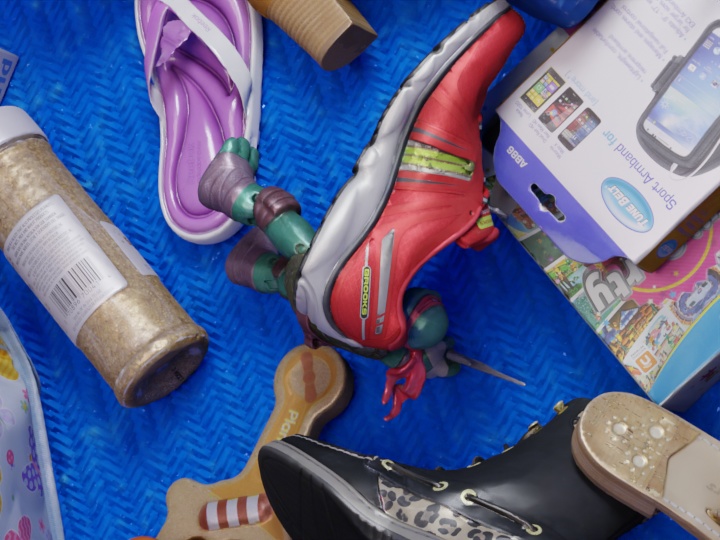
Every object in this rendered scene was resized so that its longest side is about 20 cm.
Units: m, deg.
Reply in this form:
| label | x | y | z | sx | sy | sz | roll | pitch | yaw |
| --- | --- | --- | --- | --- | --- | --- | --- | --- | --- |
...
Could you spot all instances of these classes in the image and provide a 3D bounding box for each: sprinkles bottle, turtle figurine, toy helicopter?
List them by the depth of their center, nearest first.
| label | x | y | z | sx | sy | sz | roll | pitch | yaw |
| --- | --- | --- | --- | --- | --- | --- | --- | --- | --- |
| turtle figurine | 0.000 | 0.000 | 1.257 | 0.200 | 0.101 | 0.150 | 25 | 129 | 35 |
| toy helicopter | -0.050 | 0.137 | 1.299 | 0.132 | 0.079 | 0.200 | 18 | 78 | 29 |
| sprinkles bottle | -0.176 | -0.009 | 1.368 | 0.068 | 0.068 | 0.200 | -45 | 70 | 11 |

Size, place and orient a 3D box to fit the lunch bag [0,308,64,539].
| label | x | y | z | sx | sy | sz | roll | pitch | yaw |
| --- | --- | --- | --- | --- | --- | --- | --- | --- | --- |
| lunch bag | -0.281 | 0.109 | 1.367 | 0.169 | 0.127 | 0.200 | -13 | 88 | 22 |

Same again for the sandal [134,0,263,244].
| label | x | y | z | sx | sy | sz | roll | pitch | yaw |
| --- | --- | --- | --- | --- | --- | --- | --- | --- | --- |
| sandal | -0.099 | -0.118 | 1.361 | 0.082 | 0.050 | 0.203 | -13 | 78 | 20 |

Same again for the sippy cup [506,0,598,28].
| label | x | y | z | sx | sy | sz | roll | pitch | yaw |
| --- | --- | --- | --- | --- | --- | --- | --- | --- | --- |
| sippy cup | 0.104 | -0.205 | 1.189 | 0.140 | 0.178 | 0.130 | 31 | 89 | -13 |

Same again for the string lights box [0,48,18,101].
| label | x | y | z | sx | sy | sz | roll | pitch | yaw |
| --- | --- | --- | --- | --- | --- | --- | --- | --- | --- |
| string lights box | -0.297 | -0.113 | 1.357 | 0.059 | 0.200 | 0.103 | 24 | 93 | 23 |

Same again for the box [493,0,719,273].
| label | x | y | z | sx | sy | sz | roll | pitch | yaw |
| --- | --- | --- | --- | --- | --- | --- | --- | --- | --- |
| box | 0.167 | -0.094 | 1.192 | 0.200 | 0.041 | 0.119 | -44 | 69 | 12 |

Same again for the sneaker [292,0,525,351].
| label | x | y | z | sx | sy | sz | roll | pitch | yaw |
| --- | --- | --- | --- | --- | --- | --- | --- | --- | --- |
| sneaker | 0.041 | -0.048 | 1.188 | 0.085 | 0.077 | 0.200 | 30 | 85 | -1 |

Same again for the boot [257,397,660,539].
| label | x | y | z | sx | sy | sz | roll | pitch | yaw |
| --- | --- | --- | --- | --- | --- | --- | --- | --- | --- |
| boot | 0.059 | 0.120 | 1.233 | 0.203 | 0.154 | 0.074 | 26 | 136 | 39 |

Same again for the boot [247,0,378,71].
| label | x | y | z | sx | sy | sz | roll | pitch | yaw |
| --- | --- | --- | --- | --- | --- | --- | --- | --- | --- |
| boot | 0.004 | -0.228 | 1.324 | 0.201 | 0.071 | 0.144 | -41 | 67 | 9 |

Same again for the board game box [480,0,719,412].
| label | x | y | z | sx | sy | sz | roll | pitch | yaw |
| --- | --- | --- | --- | --- | --- | --- | --- | --- | --- |
| board game box | 0.163 | -0.045 | 1.241 | 0.148 | 0.064 | 0.200 | -43 | 71 | 12 |

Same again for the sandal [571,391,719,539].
| label | x | y | z | sx | sy | sz | roll | pitch | yaw |
| --- | --- | --- | --- | --- | --- | --- | --- | --- | --- |
| sandal | 0.213 | 0.114 | 1.157 | 0.211 | 0.070 | 0.078 | 25 | 58 | 5 |
